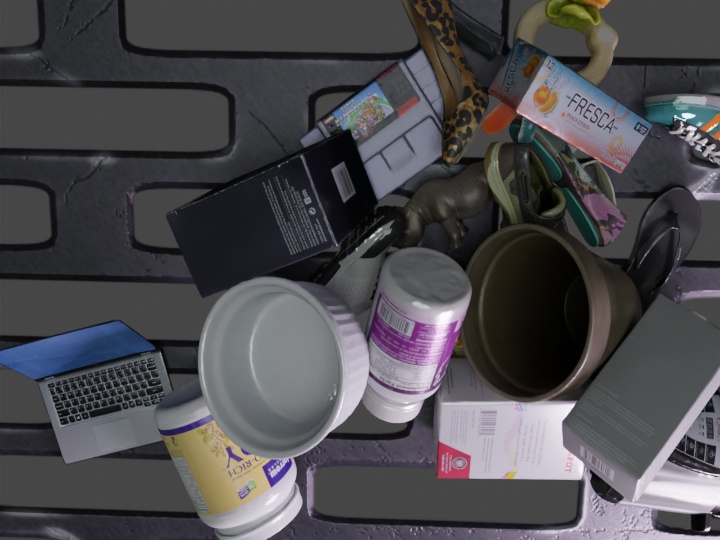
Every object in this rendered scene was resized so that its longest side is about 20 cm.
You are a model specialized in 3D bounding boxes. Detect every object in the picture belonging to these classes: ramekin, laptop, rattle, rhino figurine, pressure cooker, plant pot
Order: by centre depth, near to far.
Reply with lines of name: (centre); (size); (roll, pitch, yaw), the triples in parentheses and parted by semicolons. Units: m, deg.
rattle: (0.226, -0.250, 0.925); (0.200, 0.143, 0.131); (-43, 99, -16)
ramekin: (-0.084, 0.107, 0.945); (0.196, 0.097, 0.207); (2, 94, 26)
plant pot: (0.244, 0.049, 0.969); (0.170, 0.198, 0.205); (1, 106, -39)
pressure cooker: (0.400, 0.213, 1.025); (0.194, 0.180, 0.180); (8, 117, 0)
rhino figurine: (0.114, -0.077, 1.031); (0.196, 0.060, 0.089); (-21, 104, 7)
laptop: (-0.356, 0.167, 1.068); (0.182, 0.116, 0.205); (-13, 101, 5)

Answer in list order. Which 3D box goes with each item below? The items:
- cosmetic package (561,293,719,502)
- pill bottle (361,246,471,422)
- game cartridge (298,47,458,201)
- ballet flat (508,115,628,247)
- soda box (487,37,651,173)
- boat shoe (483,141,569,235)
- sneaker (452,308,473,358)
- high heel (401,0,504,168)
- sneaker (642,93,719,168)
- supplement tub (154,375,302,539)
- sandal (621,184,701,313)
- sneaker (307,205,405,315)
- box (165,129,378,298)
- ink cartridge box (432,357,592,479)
cosmetic package: (0.326, 0.141, 0.913); (0.106, 0.091, 0.200); (36, 73, 31)
pill bottle: (0.058, 0.084, 0.971); (0.109, 0.113, 0.203); (13, 127, -1)
game cartridge: (0.032, -0.173, 1.028); (0.198, 0.038, 0.131); (-34, 103, 8)
ballet flat: (0.266, -0.124, 1.015); (0.071, 0.069, 0.201); (-39, 96, -9)
soda box: (0.239, -0.184, 0.915); (0.197, 0.064, 0.069); (20, 110, -36)
boat shoe: (0.218, -0.077, 0.985); (0.202, 0.065, 0.073); (50, 58, -34)
sneaker: (0.127, 0.070, 1.044); (0.078, 0.090, 0.200); (-44, 99, 8)
high heel: (0.086, -0.231, 0.957); (0.140, 0.071, 0.204); (25, 67, -16)
sneaker: (0.439, -0.168, 0.994); (0.194, 0.071, 0.082); (10, 98, -2)
supplement tub: (-0.169, 0.241, 1.062); (0.142, 0.146, 0.204); (-22, 100, 6)
sandal: (0.379, -0.010, 1.042); (0.075, 0.043, 0.204); (24, 101, -3)
sneaker: (0.000, 0.000, 1.037); (0.079, 0.074, 0.200); (34, 122, -13)
box: (-0.095, -0.072, 0.950); (0.178, 0.200, 0.106); (-19, 101, 20)
ink cartridge box: (0.194, 0.192, 1.046); (0.194, 0.087, 0.150); (0, 127, 0)
